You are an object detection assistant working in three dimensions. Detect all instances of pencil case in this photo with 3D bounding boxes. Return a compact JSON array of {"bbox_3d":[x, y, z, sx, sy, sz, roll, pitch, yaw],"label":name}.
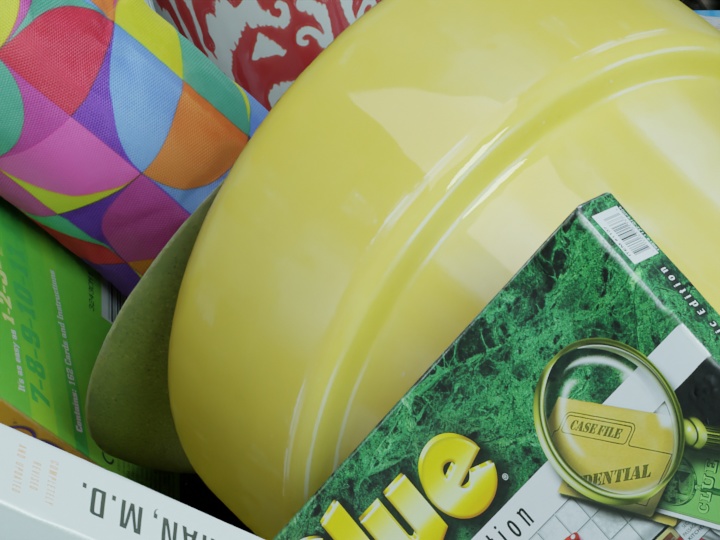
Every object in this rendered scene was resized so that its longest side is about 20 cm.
[{"bbox_3d":[-0.086,-0.048,0.932,0.088,0.200,0.089,-26,43,27],"label":"pencil case"}]

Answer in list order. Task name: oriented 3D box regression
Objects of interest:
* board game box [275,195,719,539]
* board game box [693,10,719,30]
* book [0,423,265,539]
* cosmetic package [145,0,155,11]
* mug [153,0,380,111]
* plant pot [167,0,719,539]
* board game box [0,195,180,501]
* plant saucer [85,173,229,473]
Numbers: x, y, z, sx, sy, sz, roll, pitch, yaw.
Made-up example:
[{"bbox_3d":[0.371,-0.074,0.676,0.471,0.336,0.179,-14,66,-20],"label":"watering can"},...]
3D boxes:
[{"bbox_3d":[0.032,0.086,0.713,0.105,0.200,0.023,49,31,14],"label":"board game box"},{"bbox_3d":[0.101,-0.045,1.033,0.199,0.034,0.135,3,39,29],"label":"board game box"},{"bbox_3d":[-0.038,0.118,0.654,0.199,0.134,0.048,25,33,-16],"label":"book"},{"bbox_3d":[-0.120,-0.075,1.076,0.051,0.151,0.200,-29,34,-14],"label":"cosmetic package"},{"bbox_3d":[-0.039,-0.161,1.117,0.133,0.201,0.178,-13,33,9],"label":"mug"},{"bbox_3d":[0.078,0.037,0.798,0.200,0.201,0.189,-35,53,-23],"label":"plant pot"},{"bbox_3d":[-0.131,0.003,0.917,0.030,0.200,0.096,-27,43,23],"label":"board game box"},{"bbox_3d":[0.000,0.000,0.904,0.200,0.200,0.031,-35,68,-23],"label":"plant saucer"}]
